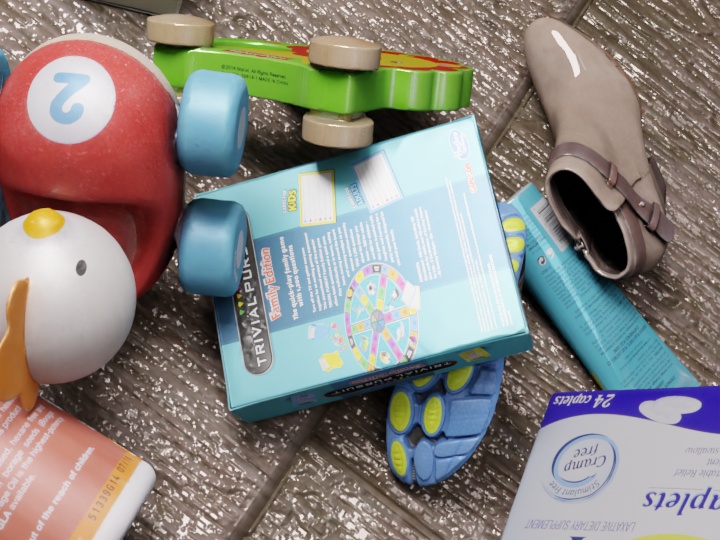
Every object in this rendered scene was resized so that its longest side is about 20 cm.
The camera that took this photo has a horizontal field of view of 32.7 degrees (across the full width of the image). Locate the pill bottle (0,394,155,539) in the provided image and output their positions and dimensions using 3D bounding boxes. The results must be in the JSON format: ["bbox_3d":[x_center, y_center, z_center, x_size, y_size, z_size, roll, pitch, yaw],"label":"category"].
[{"bbox_3d":[-0.225,0.110,0.698,0.198,0.112,0.113,33,62,-3],"label":"pill bottle"}]

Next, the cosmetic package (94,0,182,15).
[{"bbox_3d":[-0.155,-0.304,0.904,0.086,0.103,0.203,11,66,-12],"label":"cosmetic package"}]

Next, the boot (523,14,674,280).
[{"bbox_3d":[0.168,-0.090,0.914,0.201,0.070,0.146,53,34,-2],"label":"boot"}]

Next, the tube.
[{"bbox_3d":[0.169,0.028,0.907,0.077,0.050,0.201,-37,88,-24],"label":"tube"}]

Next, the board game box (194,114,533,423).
[{"bbox_3d":[0.000,0.000,0.809,0.197,0.047,0.153,-15,70,8],"label":"board game box"}]

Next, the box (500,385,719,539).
[{"bbox_3d":[0.187,0.180,0.751,0.105,0.182,0.202,48,52,-32],"label":"box"}]

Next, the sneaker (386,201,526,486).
[{"bbox_3d":[0.074,0.053,0.845,0.070,0.083,0.203,14,76,17],"label":"sneaker"}]

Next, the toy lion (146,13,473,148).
[{"bbox_3d":[-0.027,-0.138,0.861,0.197,0.070,0.191,12,17,21],"label":"toy lion"}]

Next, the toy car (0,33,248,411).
[{"bbox_3d":[-0.169,-0.016,0.695,0.181,0.179,0.201,7,38,2],"label":"toy car"}]
